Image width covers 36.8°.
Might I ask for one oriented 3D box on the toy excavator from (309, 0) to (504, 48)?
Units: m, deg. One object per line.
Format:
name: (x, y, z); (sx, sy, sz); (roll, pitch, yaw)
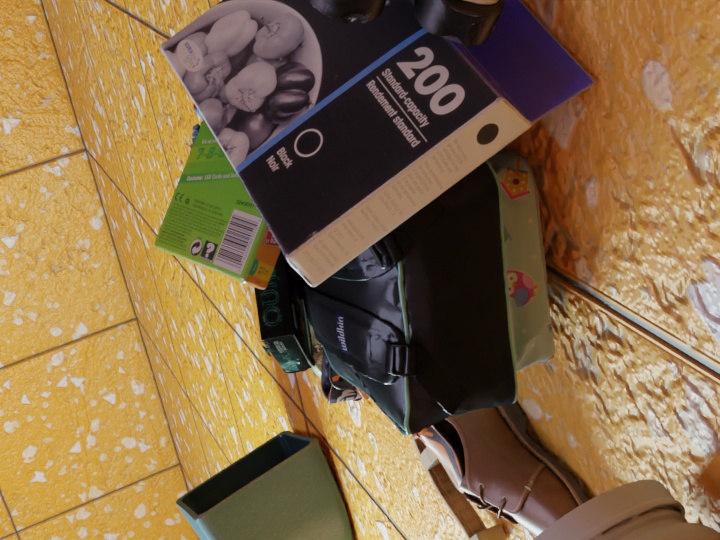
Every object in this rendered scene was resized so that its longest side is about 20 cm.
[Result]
toy excavator: (0.002, -0.239, 0.605); (0.100, 0.193, 0.201); (113, 163, -47)

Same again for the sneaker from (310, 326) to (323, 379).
sneaker: (-0.029, 0.035, 1.101); (0.088, 0.076, 0.202); (18, 128, 57)

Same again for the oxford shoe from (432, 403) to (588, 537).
oxford shoe: (0.117, 0.169, 0.816); (0.200, 0.071, 0.072); (52, 153, 40)

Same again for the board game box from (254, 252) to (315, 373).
board game box: (-0.067, -0.031, 0.827); (0.135, 0.028, 0.202); (77, -176, -74)

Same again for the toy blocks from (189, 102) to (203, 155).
toy blocks: (-0.110, -0.096, 1.043); (0.137, 0.099, 0.201); (49, -155, -41)

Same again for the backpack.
backpack: (0.034, -0.001, 0.738); (0.200, 0.152, 0.178); (13, 116, 62)

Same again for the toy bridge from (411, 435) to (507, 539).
toy bridge: (0.073, 0.168, 1.006); (0.201, 0.027, 0.067); (64, 162, 19)

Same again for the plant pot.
plant pot: (-0.116, 0.367, 1.523); (0.201, 0.195, 0.196); (60, 162, -5)

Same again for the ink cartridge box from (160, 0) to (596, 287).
ink cartridge box: (0.002, -0.123, 0.640); (0.199, 0.199, 0.043); (56, -178, 34)

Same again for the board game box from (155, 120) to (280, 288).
board game box: (-0.067, -0.096, 0.733); (0.095, 0.030, 0.202); (19, 89, 39)

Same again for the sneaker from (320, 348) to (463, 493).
sneaker: (0.029, 0.113, 0.939); (0.201, 0.111, 0.078); (65, 161, 14)

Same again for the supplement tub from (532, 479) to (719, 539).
supplement tub: (0.176, 0.233, 0.594); (0.201, 0.144, 0.146); (57, 158, 34)
